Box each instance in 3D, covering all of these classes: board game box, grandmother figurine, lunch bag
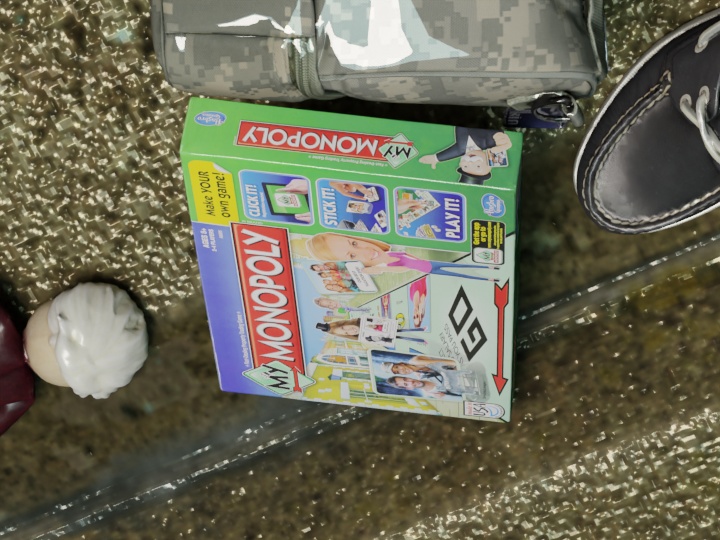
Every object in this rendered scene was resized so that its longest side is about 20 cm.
[{"bbox_3d":[0.000,0.000,1.138,0.133,0.029,0.200,6,151,6],"label":"board game box"},{"bbox_3d":[-0.194,0.039,1.232,0.198,0.061,0.122,-7,140,8],"label":"grandmother figurine"},{"bbox_3d":[0.013,-0.156,1.042,0.166,0.139,0.202,1,92,14],"label":"lunch bag"}]

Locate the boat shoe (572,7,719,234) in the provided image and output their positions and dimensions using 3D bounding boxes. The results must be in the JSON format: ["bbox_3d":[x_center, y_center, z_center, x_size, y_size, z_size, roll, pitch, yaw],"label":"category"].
[{"bbox_3d":[0.167,-0.075,1.118,0.199,0.060,0.074,-32,100,22],"label":"boat shoe"}]
